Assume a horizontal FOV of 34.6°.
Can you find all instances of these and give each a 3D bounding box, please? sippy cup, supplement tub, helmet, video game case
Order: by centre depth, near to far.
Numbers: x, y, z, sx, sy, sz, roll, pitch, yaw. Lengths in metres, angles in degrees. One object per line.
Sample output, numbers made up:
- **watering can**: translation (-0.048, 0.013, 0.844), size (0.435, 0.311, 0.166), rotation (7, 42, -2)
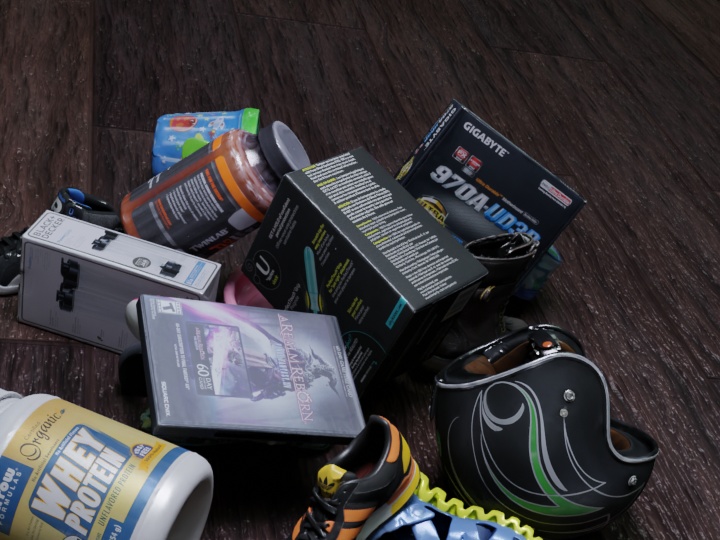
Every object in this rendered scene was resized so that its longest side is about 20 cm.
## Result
- **supplement tub**: translation (-0.236, 0.188, 0.948), size (0.200, 0.145, 0.145), rotation (20, 32, 9)
- **video game case**: translation (-0.098, 0.091, 1.047), size (0.200, 0.019, 0.143), rotation (7, 46, -27)
- **helmet**: translation (0.176, 0.163, 1.109), size (0.200, 0.191, 0.200), rotation (-21, 8, 3)
- **supplement tub**: translation (-0.153, -0.081, 1.244), size (0.107, 0.200, 0.107), rotation (51, 21, -28)
- **sippy cup**: translation (-0.200, -0.147, 1.494), size (0.130, 0.178, 0.140), rotation (6, 57, -3)

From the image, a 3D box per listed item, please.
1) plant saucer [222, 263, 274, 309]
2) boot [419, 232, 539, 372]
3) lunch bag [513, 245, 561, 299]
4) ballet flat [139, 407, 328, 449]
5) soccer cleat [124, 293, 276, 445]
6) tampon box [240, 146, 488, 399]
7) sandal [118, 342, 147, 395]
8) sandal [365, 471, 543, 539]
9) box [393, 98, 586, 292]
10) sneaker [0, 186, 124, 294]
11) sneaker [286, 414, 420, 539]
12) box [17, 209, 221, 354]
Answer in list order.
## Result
- **plant saucer**: translation (-0.059, 0.053, 1.315), size (0.200, 0.051, 0.201), rotation (11, 32, -7)
- **boot**: translation (0.155, 0.032, 1.301), size (0.200, 0.174, 0.069), rotation (-7, 44, -43)
- **lunch bag**: translation (0.150, -0.053, 1.474), size (0.200, 0.083, 0.161), rotation (28, 17, -20)
- **ballet flat**: translation (-0.116, 0.135, 1.150), size (0.199, 0.074, 0.074), rotation (3, 34, -16)
- **soccer cleat**: translation (-0.142, 0.093, 1.086), size (0.200, 0.070, 0.086), rotation (26, 52, 3)
- **tampon box**: translation (0.000, 0.000, 1.214), size (0.126, 0.150, 0.200), rotation (-24, 64, -44)
- **sandal**: translation (-0.145, 0.107, 1.184), size (0.200, 0.076, 0.043), rotation (-5, 35, -11)
- **sandal**: translation (0.080, 0.251, 1.051), size (0.200, 0.080, 0.087), rotation (21, 45, 19)
- **box**: translation (0.138, -0.078, 1.347), size (0.200, 0.159, 0.046), rotation (34, 12, -22)
- **sneaker**: translation (-0.358, -0.041, 1.283), size (0.200, 0.112, 0.073), rotation (-5, 36, -28)
- **sneaker**: translation (-0.028, 0.210, 0.994), size (0.070, 0.090, 0.200), rotation (19, 55, 37)
- **box**: translation (-0.256, 0.023, 1.221), size (0.199, 0.117, 0.060), rotation (16, 35, 4)
